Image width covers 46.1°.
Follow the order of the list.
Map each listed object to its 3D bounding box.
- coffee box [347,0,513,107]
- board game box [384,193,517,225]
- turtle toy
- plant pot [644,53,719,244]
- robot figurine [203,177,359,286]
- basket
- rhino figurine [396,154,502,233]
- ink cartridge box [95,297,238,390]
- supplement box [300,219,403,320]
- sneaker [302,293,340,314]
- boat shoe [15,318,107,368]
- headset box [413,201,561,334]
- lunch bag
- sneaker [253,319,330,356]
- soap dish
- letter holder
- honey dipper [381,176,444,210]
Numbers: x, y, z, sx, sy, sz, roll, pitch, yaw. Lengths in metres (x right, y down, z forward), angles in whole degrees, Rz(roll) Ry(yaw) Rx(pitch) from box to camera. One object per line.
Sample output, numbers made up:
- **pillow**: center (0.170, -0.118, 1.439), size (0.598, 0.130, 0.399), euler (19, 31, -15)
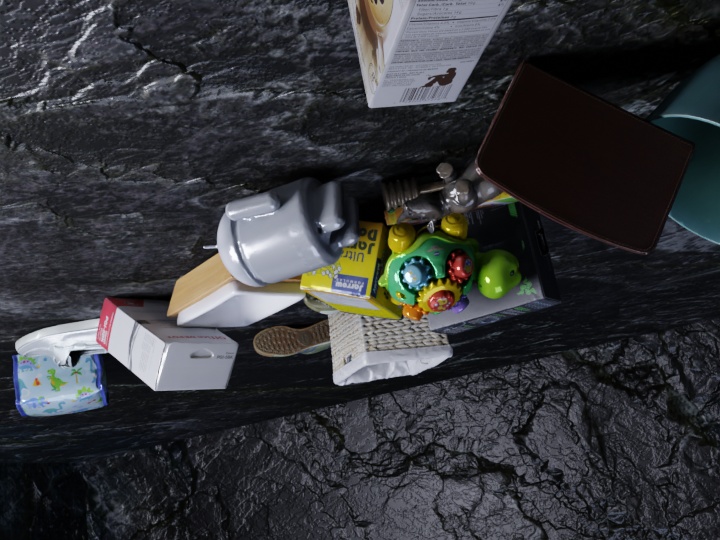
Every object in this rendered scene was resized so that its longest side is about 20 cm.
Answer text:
- **coffee box**: center (0.049, -0.214, 0.589), size (0.079, 0.115, 0.200), euler (-7, 163, -13)
- **board game box**: center (0.139, -0.094, 1.189), size (0.197, 0.030, 0.095), euler (-15, 177, 16)
- **turtle toy**: center (0.122, 0.004, 1.167), size (0.197, 0.102, 0.147), euler (-11, 139, -7)
- **plant pot**: center (0.420, -0.149, 0.917), size (0.161, 0.200, 0.201), euler (-50, 172, -15)
- **robot figurine**: center (-0.099, -0.047, 1.074), size (0.198, 0.114, 0.170), euler (-17, 143, 22)
- **basket**: center (0.049, 0.127, 1.705), size (0.197, 0.163, 0.198), euler (-5, 164, -22)
- **rhino figurine**: center (0.131, -0.106, 1.071), size (0.198, 0.060, 0.087), euler (-30, 159, 14)
- **ink cartridge box**: center (-0.318, 0.119, 1.383), size (0.146, 0.084, 0.199), euler (7, -166, -46)
- **supplement box**: center (0.000, 0.000, 1.267), size (0.107, 0.111, 0.200), euler (7, 170, 17)
- **sneaker**: center (-0.009, 0.017, 1.476), size (0.197, 0.078, 0.089), euler (-10, 153, -22)
- **boat shoe**: center (-0.523, 0.138, 1.517), size (0.198, 0.073, 0.070), euler (-12, 165, 5)
- **headset box**: center (0.192, -0.013, 1.276), size (0.198, 0.177, 0.092), euler (-18, 166, 27)
- **lunch bag**: center (-0.598, 0.234, 1.706), size (0.167, 0.129, 0.201), euler (-7, 154, -15)
- **sneaker**: center (-0.139, 0.160, 1.864), size (0.197, 0.068, 0.090), euler (-10, 160, -15)
- **soap dish**: center (-0.193, 0.027, 1.335), size (0.156, 0.082, 0.199), euler (3, 159, -41)
- **letter holder**: center (0.221, -0.098, 0.890), size (0.198, 0.143, 0.101), euler (26, 164, 3)
- **honey dipper**: center (0.127, -0.119, 1.128), size (0.197, 0.039, 0.038), euler (-13, 165, -2)
